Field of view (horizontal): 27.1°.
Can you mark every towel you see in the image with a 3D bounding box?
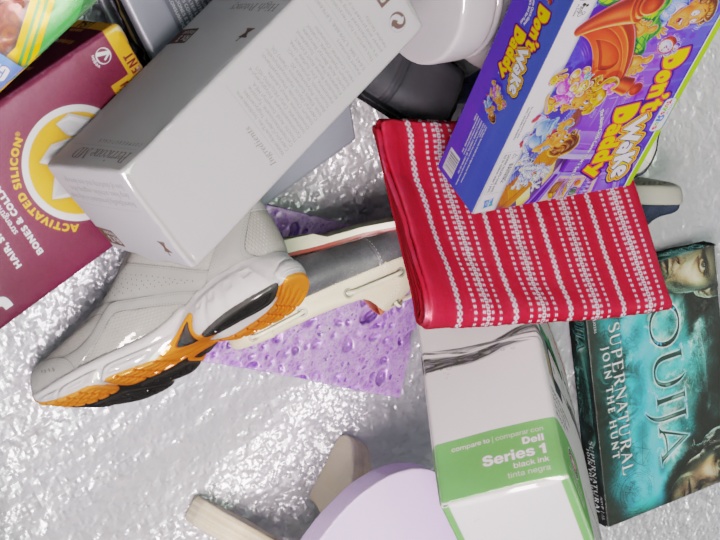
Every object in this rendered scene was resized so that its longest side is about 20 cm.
[{"bbox_3d":[0.107,-0.035,0.972,0.199,0.022,0.145,-3,70,-29],"label":"towel"}]

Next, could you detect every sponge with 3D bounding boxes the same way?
[{"bbox_3d":[-0.049,0.015,1.007,0.199,0.030,0.112,13,92,-31],"label":"sponge"}]

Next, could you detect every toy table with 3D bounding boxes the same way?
[{"bbox_3d":[-0.024,0.212,1.007,0.184,0.117,0.200,44,76,-28],"label":"toy table"}]

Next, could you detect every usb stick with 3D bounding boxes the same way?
[{"bbox_3d":[-0.011,-0.148,0.951,0.200,0.033,0.056,29,92,-35],"label":"usb stick"}]

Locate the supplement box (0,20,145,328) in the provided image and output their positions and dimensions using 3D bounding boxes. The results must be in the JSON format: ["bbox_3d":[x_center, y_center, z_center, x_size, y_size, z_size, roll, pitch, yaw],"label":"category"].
[{"bbox_3d":[-0.206,-0.047,0.871,0.200,0.086,0.111,-39,116,-18],"label":"supplement box"}]

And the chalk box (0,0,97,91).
[{"bbox_3d":[-0.247,-0.144,0.789,0.200,0.124,0.125,-41,119,11],"label":"chalk box"}]

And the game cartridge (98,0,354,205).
[{"bbox_3d":[-0.082,-0.146,0.939,0.133,0.040,0.201,-36,112,-29],"label":"game cartridge"}]

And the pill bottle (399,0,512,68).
[{"bbox_3d":[0.113,-0.189,0.950,0.199,0.119,0.120,-16,107,-34],"label":"pill bottle"}]

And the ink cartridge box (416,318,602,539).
[{"bbox_3d":[0.099,0.106,0.990,0.084,0.201,0.146,-15,134,10],"label":"ink cartridge box"}]

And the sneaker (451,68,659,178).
[{"bbox_3d":[0.159,-0.110,1.074,0.199,0.080,0.116,-27,109,-25],"label":"sneaker"}]

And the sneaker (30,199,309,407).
[{"bbox_3d":[-0.126,0.016,0.913,0.076,0.199,0.092,14,50,-64],"label":"sneaker"}]

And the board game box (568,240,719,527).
[{"bbox_3d":[0.231,0.088,1.183,0.135,0.028,0.201,-16,107,-26],"label":"board game box"}]

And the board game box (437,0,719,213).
[{"bbox_3d":[0.142,-0.129,0.897,0.134,0.045,0.200,-12,143,-31],"label":"board game box"}]

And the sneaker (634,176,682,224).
[{"bbox_3d":[0.146,-0.018,1.091,0.199,0.075,0.085,-11,103,-18],"label":"sneaker"}]

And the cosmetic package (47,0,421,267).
[{"bbox_3d":[-0.070,-0.099,0.837,0.200,0.101,0.074,-48,119,-21],"label":"cosmetic package"}]

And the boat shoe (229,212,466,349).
[{"bbox_3d":[0.000,0.000,0.972,0.199,0.071,0.063,-13,92,-23],"label":"boat shoe"}]
